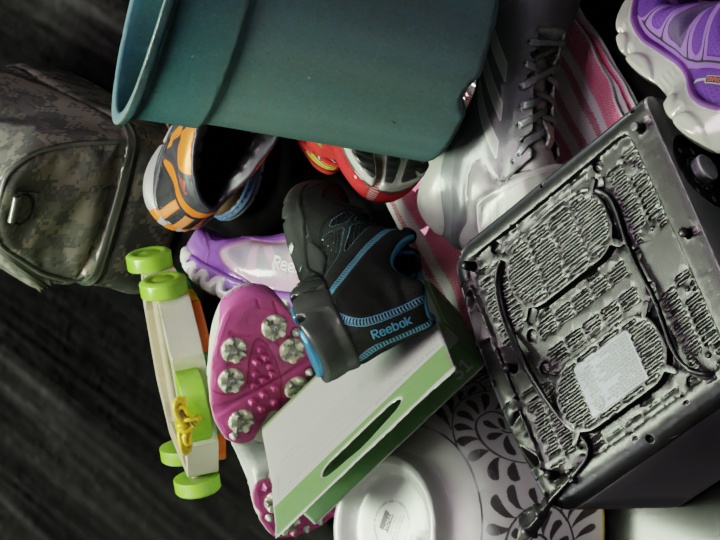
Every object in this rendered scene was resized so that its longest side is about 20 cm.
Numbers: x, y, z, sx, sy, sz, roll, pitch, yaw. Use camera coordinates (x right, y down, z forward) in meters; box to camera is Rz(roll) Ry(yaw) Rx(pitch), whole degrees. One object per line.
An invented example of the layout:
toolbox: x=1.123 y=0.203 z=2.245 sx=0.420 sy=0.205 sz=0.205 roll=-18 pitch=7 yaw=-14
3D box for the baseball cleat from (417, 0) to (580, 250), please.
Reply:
baseball cleat: x=0.105 y=-0.096 z=1.437 sx=0.106 sy=0.069 sz=0.201 roll=43 pitch=123 yaw=37

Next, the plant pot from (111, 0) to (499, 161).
plant pot: x=-0.029 y=-0.160 z=1.422 sx=0.200 sy=0.195 sz=0.202 roll=-166 pitch=90 yaw=-78

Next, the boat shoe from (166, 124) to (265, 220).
boat shoe: x=-0.121 y=-0.132 z=1.693 sx=0.072 sy=0.072 sz=0.201 roll=-27 pitch=66 yaw=40

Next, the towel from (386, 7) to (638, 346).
towel: x=0.093 y=-0.065 z=1.501 sx=0.200 sy=0.030 sz=0.147 roll=-47 pitch=54 yaw=30

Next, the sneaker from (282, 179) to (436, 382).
sneaker: x=0.000 y=0.000 z=1.457 sx=0.081 sy=0.074 sz=0.200 roll=-19 pitch=30 yaw=4

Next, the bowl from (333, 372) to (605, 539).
bowl: x=0.045 y=0.161 z=1.471 sx=0.200 sy=0.094 sz=0.202 roll=-8 pitch=79 yaw=45

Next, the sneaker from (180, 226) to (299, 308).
sneaker: x=-0.037 y=-0.001 z=1.594 sx=0.200 sy=0.080 sz=0.089 roll=23 pitch=91 yaw=42

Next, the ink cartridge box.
ink cartridge box: x=0.008 y=0.090 z=1.417 sx=0.145 sy=0.048 sz=0.200 roll=-44 pitch=16 yaw=7

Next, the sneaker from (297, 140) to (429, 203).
sneaker: x=-0.004 y=-0.094 z=1.564 sx=0.200 sy=0.077 sz=0.085 roll=-110 pitch=38 yaw=-54

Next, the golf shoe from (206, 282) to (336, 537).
golf shoe: x=-0.067 y=0.082 z=1.558 sx=0.092 sy=0.075 sz=0.201 roll=-124 pitch=19 yaw=-51

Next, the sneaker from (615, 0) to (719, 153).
sneaker: x=0.206 y=-0.125 z=1.329 sx=0.084 sy=0.080 sz=0.200 roll=-59 pitch=22 yaw=17

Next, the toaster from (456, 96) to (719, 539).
toaster: x=0.159 y=0.032 z=1.357 sx=0.200 sy=0.118 sz=0.182 roll=-40 pitch=57 yaw=33

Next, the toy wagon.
toy wagon: x=-0.120 y=0.075 z=1.615 sx=0.200 sy=0.039 sz=0.156 roll=-131 pitch=31 yaw=-70

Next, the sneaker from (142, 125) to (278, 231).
sneaker: x=-0.080 y=-0.123 z=1.606 sx=0.112 sy=0.077 sz=0.201 roll=-18 pitch=56 yaw=66

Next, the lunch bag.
lunch bag: x=-0.249 y=-0.073 z=1.746 sx=0.200 sy=0.167 sz=0.140 roll=30 pitch=105 yaw=43
